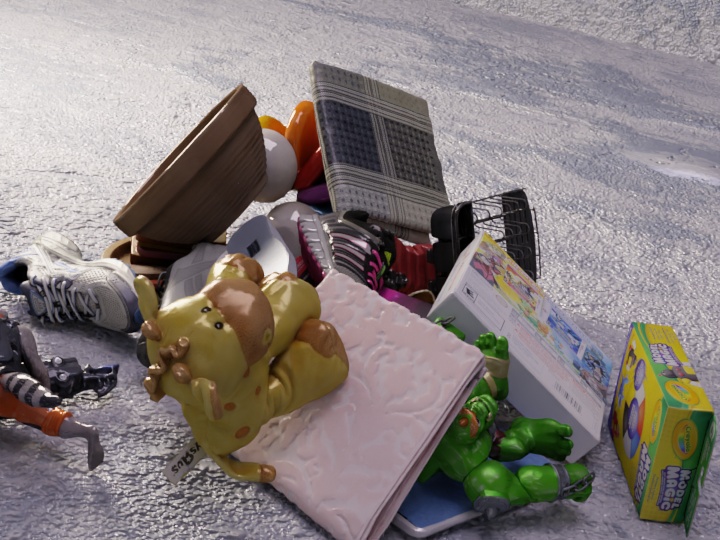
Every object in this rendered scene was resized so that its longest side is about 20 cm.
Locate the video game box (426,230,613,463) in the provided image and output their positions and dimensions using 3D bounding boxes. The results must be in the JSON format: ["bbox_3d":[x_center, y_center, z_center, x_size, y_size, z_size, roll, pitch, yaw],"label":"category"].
[{"bbox_3d":[0.163,0.070,1.309,0.200,0.047,0.182,45,27,-4],"label":"video game box"}]

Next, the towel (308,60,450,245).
[{"bbox_3d":[0.023,-0.129,1.504,0.198,0.034,0.195,12,58,-45],"label":"towel"}]

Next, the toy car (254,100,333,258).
[{"bbox_3d":[-0.048,-0.100,1.541,0.148,0.202,0.175,-22,3,21],"label":"toy car"}]

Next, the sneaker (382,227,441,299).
[{"bbox_3d":[0.022,-0.002,1.467,0.097,0.072,0.199,-9,-16,39],"label":"sneaker"}]

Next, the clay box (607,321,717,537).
[{"bbox_3d":[0.275,0.143,1.219,0.047,0.117,0.200,8,22,-2],"label":"clay box"}]

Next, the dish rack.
[{"bbox_3d":[0.154,-0.013,1.499,0.054,0.156,0.199,3,13,41],"label":"dish rack"}]

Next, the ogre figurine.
[{"bbox_3d":[0.104,0.137,1.152,0.119,0.202,0.098,-27,-4,-41],"label":"ogre figurine"}]

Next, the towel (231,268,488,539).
[{"bbox_3d":[-0.011,0.112,1.128,0.199,0.192,0.032,29,-12,40],"label":"towel"}]

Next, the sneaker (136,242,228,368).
[{"bbox_3d":[-0.175,0.035,1.323,0.078,0.075,0.201,15,33,14],"label":"sneaker"}]

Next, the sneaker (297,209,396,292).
[{"bbox_3d":[0.000,0.000,1.294,0.086,0.075,0.201,-18,37,-8],"label":"sneaker"}]

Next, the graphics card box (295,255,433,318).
[{"bbox_3d":[-0.012,0.067,1.315,0.198,0.051,0.126,21,47,23],"label":"graphics card box"}]

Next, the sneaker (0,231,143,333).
[{"bbox_3d":[-0.294,0.027,1.336,0.198,0.078,0.085,19,33,40],"label":"sneaker"}]

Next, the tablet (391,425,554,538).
[{"bbox_3d":[0.080,0.180,1.183,0.198,0.014,0.130,-10,29,-40],"label":"tablet"}]

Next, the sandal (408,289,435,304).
[{"bbox_3d":[0.068,0.057,1.393,0.076,0.071,0.212,2,24,-16],"label":"sandal"}]

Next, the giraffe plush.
[{"bbox_3d":[-0.116,0.064,1.063,0.171,0.202,0.163,23,-19,18],"label":"giraffe plush"}]

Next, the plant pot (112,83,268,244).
[{"bbox_3d":[-0.164,-0.094,1.409,0.093,0.200,0.201,44,19,-13],"label":"plant pot"}]

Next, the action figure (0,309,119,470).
[{"bbox_3d":[-0.284,0.090,1.137,0.198,0.106,0.193,-10,39,-35],"label":"action figure"}]

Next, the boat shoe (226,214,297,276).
[{"bbox_3d":[-0.080,0.021,1.267,0.086,0.074,0.202,50,4,-23],"label":"boat shoe"}]

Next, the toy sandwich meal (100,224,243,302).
[{"bbox_3d":[-0.195,-0.024,1.476,0.202,0.071,0.206,8,23,-3],"label":"toy sandwich meal"}]
